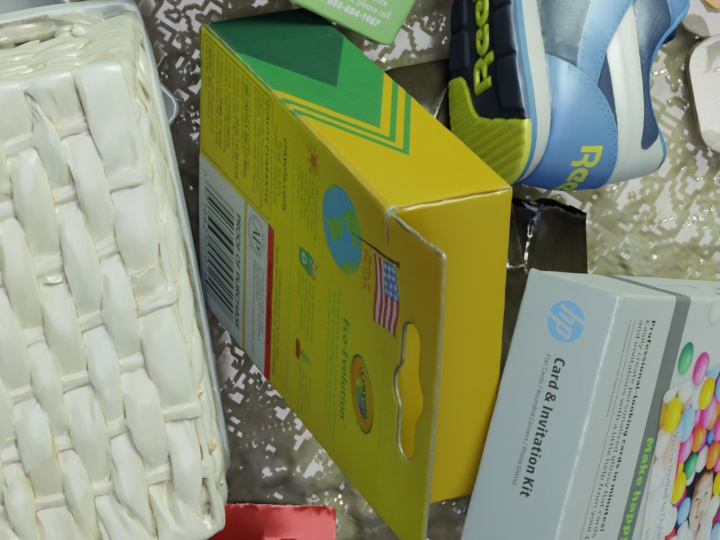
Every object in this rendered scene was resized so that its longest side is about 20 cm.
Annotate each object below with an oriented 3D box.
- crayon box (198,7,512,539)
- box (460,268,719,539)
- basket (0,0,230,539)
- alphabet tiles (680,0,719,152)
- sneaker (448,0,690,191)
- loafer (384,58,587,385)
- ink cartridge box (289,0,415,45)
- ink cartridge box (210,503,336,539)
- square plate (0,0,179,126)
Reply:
[{"bbox_3d":[0.000,0.000,0.860,0.051,0.200,0.127,-11,123,-23],"label":"crayon box"},{"bbox_3d":[0.107,0.080,0.899,0.041,0.200,0.157,18,97,30],"label":"box"},{"bbox_3d":[-0.126,0.011,0.881,0.135,0.123,0.201,-12,105,-5],"label":"basket"},{"bbox_3d":[0.228,-0.116,0.963,0.199,0.015,0.196,-13,98,-1],"label":"alphabet tiles"},{"bbox_3d":[0.083,-0.124,0.918,0.082,0.074,0.201,7,78,-21],"label":"sneaker"},{"bbox_3d":[0.064,0.001,0.940,0.071,0.073,0.200,-28,98,3],"label":"loafer"},{"bbox_3d":[0.003,-0.202,0.883,0.117,0.067,0.200,22,105,-33],"label":"ink cartridge box"},{"bbox_3d":[-0.090,0.200,0.975,0.162,0.057,0.201,1,102,-3],"label":"ink cartridge box"},{"bbox_3d":[-0.209,-0.064,0.943,0.200,0.028,0.198,44,93,-7],"label":"square plate"}]
